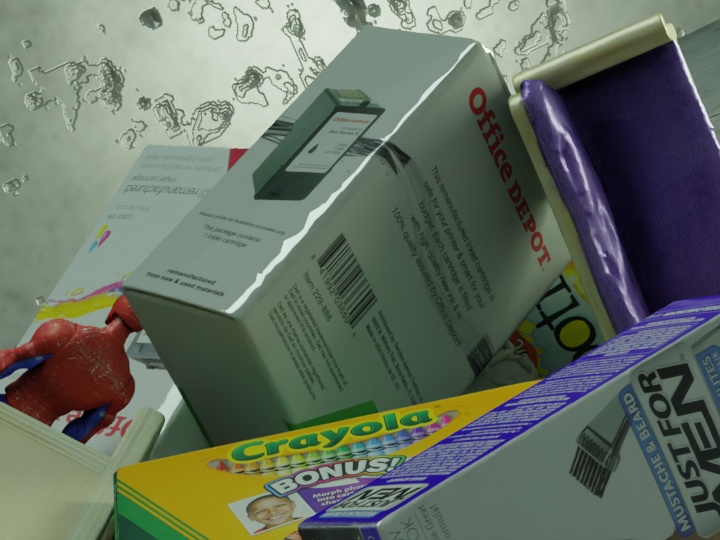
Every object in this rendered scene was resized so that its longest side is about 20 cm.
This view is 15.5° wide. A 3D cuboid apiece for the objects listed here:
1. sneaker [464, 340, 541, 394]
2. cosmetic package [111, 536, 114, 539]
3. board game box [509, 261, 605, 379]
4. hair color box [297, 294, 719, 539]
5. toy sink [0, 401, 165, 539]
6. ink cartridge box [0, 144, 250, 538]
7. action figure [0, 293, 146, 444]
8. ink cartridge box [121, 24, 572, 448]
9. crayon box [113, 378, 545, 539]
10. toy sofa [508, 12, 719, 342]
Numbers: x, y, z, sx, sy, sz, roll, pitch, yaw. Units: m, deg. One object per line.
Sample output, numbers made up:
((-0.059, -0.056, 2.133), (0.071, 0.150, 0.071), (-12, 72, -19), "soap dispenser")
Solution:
((0.047, 0.054, 1.367), (0.074, 0.088, 0.200), (2, 14, -42), "sneaker")
((-0.088, 0.143, 1.397), (0.199, 0.051, 0.083), (-26, -6, 15), "cosmetic package")
((0.165, 0.011, 1.412), (0.199, 0.104, 0.105), (-20, 6, 28), "board game box")
((0.086, 0.098, 0.988), (0.199, 0.110, 0.065), (-29, 9, -29), "hair color box")
((-0.183, 0.133, 1.175), (0.131, 0.112, 0.200), (-63, 0, 32), "toy sink")
((-0.090, 0.036, 1.368), (0.147, 0.086, 0.201), (5, 54, 42), "ink cartridge box")
((-0.172, 0.077, 1.262), (0.200, 0.065, 0.052), (-40, 21, 11), "action figure")
((0.000, 0.000, 1.280), (0.084, 0.146, 0.200), (13, 51, 42), "ink cartridge box")
((-0.001, 0.113, 1.111), (0.199, 0.059, 0.119), (-12, 23, -1), "crayon box")
((0.148, -0.018, 1.288), (0.082, 0.201, 0.098), (-22, 0, 12), "toy sofa")
